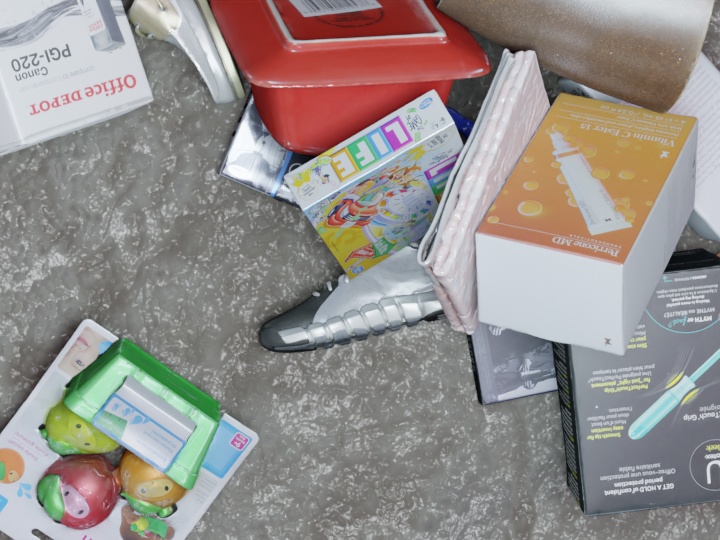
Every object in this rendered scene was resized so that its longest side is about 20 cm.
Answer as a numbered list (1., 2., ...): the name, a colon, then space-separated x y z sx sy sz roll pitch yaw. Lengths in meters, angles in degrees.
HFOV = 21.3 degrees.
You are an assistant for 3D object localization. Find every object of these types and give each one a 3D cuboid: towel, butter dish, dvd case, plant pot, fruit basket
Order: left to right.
1. fruit basket: -0.216 0.170 1.632 0.185 0.094 0.200 36 93 -10
2. butter dish: -0.013 -0.148 1.564 0.199 0.200 0.148 -5 122 -13
3. towel: 0.105 -0.062 1.557 0.032 0.191 0.200 20 79 16
4. plant pot: 0.166 -0.237 1.534 0.199 0.187 0.187 11 94 -6
5. dvd case: 0.191 0.028 1.711 0.199 0.025 0.151 -11 97 -8

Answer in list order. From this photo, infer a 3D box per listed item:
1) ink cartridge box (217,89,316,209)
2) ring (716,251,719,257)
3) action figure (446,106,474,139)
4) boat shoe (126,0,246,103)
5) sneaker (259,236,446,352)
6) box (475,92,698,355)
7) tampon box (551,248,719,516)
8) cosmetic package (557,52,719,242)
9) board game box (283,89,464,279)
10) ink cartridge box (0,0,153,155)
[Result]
1. ink cartridge box: -0.041 -0.156 1.653 0.099 0.039 0.200 22 91 -9
2. ring: 0.388 0.056 1.733 0.200 0.019 0.201 -2 96 -15
3. action figure: 0.115 -0.096 1.675 0.200 0.052 0.066 29 83 -10
4. boat shoe: -0.165 -0.224 1.616 0.068 0.075 0.200 -28 89 -2
5. sneaker: 0.000 0.000 1.666 0.200 0.075 0.116 -13 83 -6
6. box: 0.186 -0.042 1.553 0.124 0.200 0.098 13 134 21
7. tampon box: 0.247 0.093 1.642 0.149 0.126 0.201 -6 97 0
8. cosmetic package: 0.281 -0.130 1.685 0.101 0.071 0.200 -44 99 -3
9. board game box: 0.023 -0.065 1.537 0.134 0.200 0.034 -31 71 2
10. ink cartridge box: -0.273 -0.207 1.561 0.146 0.085 0.200 -25 102 -41
